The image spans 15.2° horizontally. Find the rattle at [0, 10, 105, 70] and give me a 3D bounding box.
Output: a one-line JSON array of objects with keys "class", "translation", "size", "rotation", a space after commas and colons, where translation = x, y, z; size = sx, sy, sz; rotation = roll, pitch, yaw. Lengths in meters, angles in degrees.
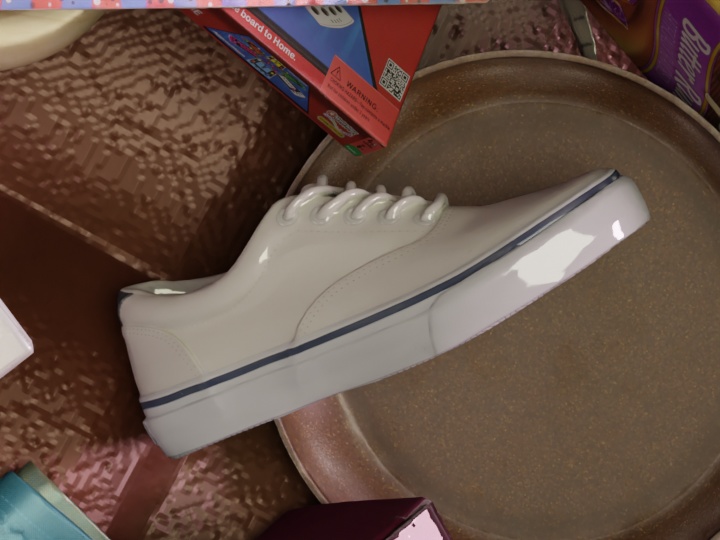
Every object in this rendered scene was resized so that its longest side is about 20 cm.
[{"class": "rattle", "translation": [-0.094, -0.142, 0.898], "size": [0.200, 0.143, 0.131], "rotation": [-10, 79, -7]}]

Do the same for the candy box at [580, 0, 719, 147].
[{"class": "candy box", "translation": [0.136, -0.080, 0.904], "size": [0.056, 0.117, 0.200], "rotation": [-43, 96, -9]}]

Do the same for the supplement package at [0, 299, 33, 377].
[{"class": "supplement package", "translation": [-0.201, -0.014, 0.846], "size": [0.111, 0.200, 0.156], "rotation": [-38, 102, -8]}]

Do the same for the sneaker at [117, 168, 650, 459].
[{"class": "sneaker", "translation": [0.000, 0.000, 0.926], "size": [0.200, 0.073, 0.071], "rotation": [-24, 93, 19]}]

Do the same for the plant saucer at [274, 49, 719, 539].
[{"class": "plant saucer", "translation": [0.061, 0.021, 0.964], "size": [0.200, 0.032, 0.201], "rotation": [2, 96, 17]}]

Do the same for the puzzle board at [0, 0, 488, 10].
[{"class": "puzzle board", "translation": [-0.040, -0.161, 0.874], "size": [0.200, 0.017, 0.151], "rotation": [-4, 97, -31]}]

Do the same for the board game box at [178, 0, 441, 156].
[{"class": "board game box", "translation": [-0.048, -0.137, 0.909], "size": [0.200, 0.019, 0.103], "rotation": [39, 56, -28]}]

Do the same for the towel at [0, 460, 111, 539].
[{"class": "towel", "translation": [-0.140, 0.186, 0.972], "size": [0.200, 0.022, 0.147], "rotation": [-46, 103, -5]}]

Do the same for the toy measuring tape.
[{"class": "toy measuring tape", "translation": [0.115, -0.064, 0.990], "size": [0.073, 0.074, 0.200], "rotation": [-16, 98, -12]}]

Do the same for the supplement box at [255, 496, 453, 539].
[{"class": "supplement box", "translation": [0.011, 0.194, 0.954], "size": [0.110, 0.086, 0.200], "rotation": [-38, 106, -35]}]
